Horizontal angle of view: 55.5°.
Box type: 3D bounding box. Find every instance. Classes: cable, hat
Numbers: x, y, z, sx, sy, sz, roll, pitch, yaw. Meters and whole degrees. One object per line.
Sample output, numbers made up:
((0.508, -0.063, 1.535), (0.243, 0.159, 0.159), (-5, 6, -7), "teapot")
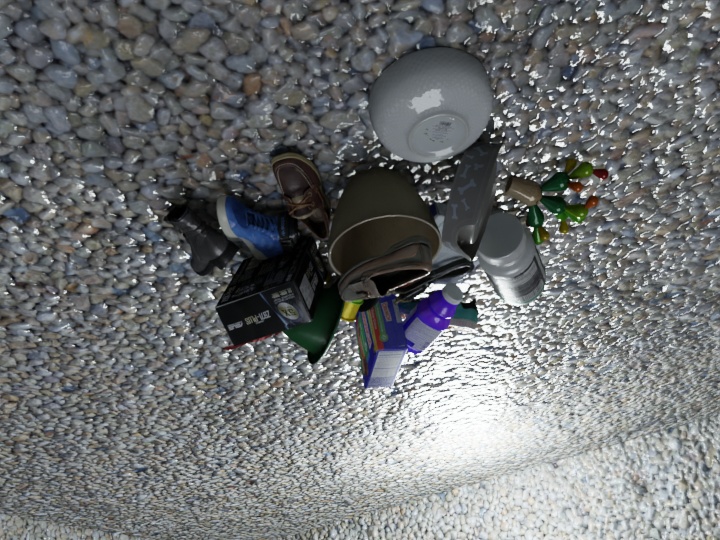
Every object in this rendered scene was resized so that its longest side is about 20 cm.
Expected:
((0.135, 0.008, 1.416), (0.197, 0.051, 0.097), (-30, 139, 9), "cable")
((-0.141, 0.078, 1.313), (0.173, 0.204, 0.165), (22, 163, -16), "hat")

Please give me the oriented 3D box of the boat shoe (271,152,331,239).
((-0.096, -0.123, 1.184), (0.070, 0.073, 0.201), (-14, 147, 8), "boat shoe")

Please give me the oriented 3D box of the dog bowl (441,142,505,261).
((0.190, -0.121, 1.156), (0.057, 0.203, 0.202), (17, 151, 14), "dog bowl")

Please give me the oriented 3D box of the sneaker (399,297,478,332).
((0.177, 0.087, 1.591), (0.195, 0.082, 0.072), (10, 165, 8), "sneaker")

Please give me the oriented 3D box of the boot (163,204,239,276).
((-0.300, -0.062, 1.236), (0.131, 0.070, 0.199), (42, 154, -18), "boot")

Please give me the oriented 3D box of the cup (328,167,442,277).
((0.035, -0.092, 1.197), (0.195, 0.146, 0.202), (-6, 148, -3), "cup")

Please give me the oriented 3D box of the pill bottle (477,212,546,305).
((0.290, -0.022, 1.327), (0.111, 0.115, 0.200), (-18, 147, 16), "pill bottle")

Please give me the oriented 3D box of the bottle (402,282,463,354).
((0.153, 0.104, 1.497), (0.082, 0.066, 0.201), (26, 133, -9), "bottle")

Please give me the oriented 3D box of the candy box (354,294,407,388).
((0.041, 0.147, 1.544), (0.075, 0.172, 0.202), (-3, 147, -12), "candy box")

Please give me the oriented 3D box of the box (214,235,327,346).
((-0.161, 0.035, 1.283), (0.160, 0.201, 0.088), (-18, 113, 14), "box")

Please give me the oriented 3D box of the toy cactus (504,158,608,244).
((0.350, -0.139, 1.274), (0.161, 0.104, 0.201), (20, 144, -8), "toy cactus")

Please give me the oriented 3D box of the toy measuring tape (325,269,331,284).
((-0.148, 0.041, 1.431), (0.196, 0.075, 0.074), (-18, 147, 14), "toy measuring tape")

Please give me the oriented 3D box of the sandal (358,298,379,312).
((0.021, 0.003, 1.395), (0.042, 0.076, 0.203), (-15, 142, -41), "sandal")

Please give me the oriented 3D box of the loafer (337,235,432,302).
((0.038, 0.012, 1.163), (0.198, 0.064, 0.071), (-31, 141, 31), "loafer")

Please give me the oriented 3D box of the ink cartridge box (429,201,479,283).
((0.172, -0.051, 1.391), (0.196, 0.044, 0.196), (10, 143, -33), "ink cartridge box")

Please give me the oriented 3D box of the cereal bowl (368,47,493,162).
((0.112, -0.236, 1.052), (0.194, 0.085, 0.202), (-6, 148, -3), "cereal bowl")

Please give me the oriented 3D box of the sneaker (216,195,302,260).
((-0.170, -0.083, 1.221), (0.108, 0.079, 0.200), (-11, 152, 15), "sneaker")

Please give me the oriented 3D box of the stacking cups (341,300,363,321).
((0.000, 0.000, 1.354), (0.059, 0.061, 0.204), (11, 113, -29), "stacking cups")

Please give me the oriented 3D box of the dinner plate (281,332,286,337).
((-0.089, 0.087, 1.509), (0.197, 0.025, 0.201), (-27, 163, -9), "dinner plate")
